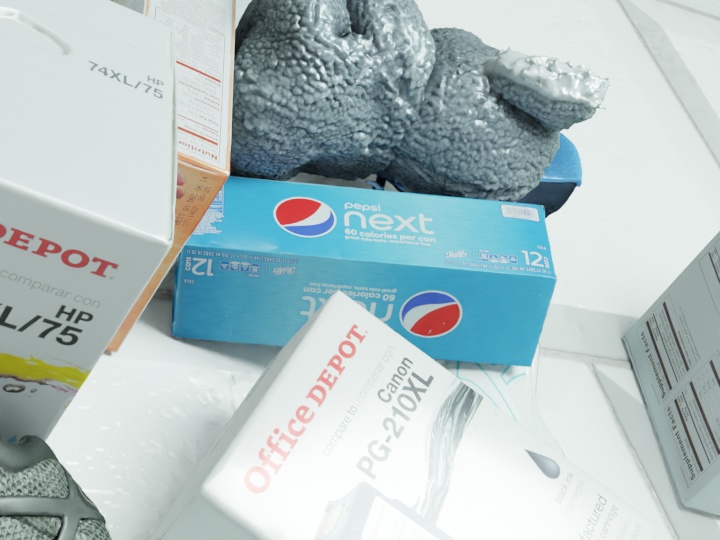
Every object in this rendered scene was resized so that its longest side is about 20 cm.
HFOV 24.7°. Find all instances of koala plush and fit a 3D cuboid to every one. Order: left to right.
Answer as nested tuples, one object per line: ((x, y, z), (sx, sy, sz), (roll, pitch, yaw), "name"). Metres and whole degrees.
((0.025, -0.097, 0.933), (0.200, 0.177, 0.184), (27, 42, -10), "koala plush")

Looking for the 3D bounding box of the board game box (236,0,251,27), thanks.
((-0.102, -0.185, 1.117), (0.199, 0.026, 0.200), (12, 41, -32), "board game box")

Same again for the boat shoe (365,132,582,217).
((0.042, -0.066, 1.066), (0.199, 0.069, 0.084), (19, 48, -5), "boat shoe")

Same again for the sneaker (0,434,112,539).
((-0.179, 0.119, 0.604), (0.199, 0.076, 0.114), (-28, 93, -44), "sneaker")

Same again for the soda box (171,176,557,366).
((0.000, 0.000, 0.892), (0.199, 0.068, 0.064), (6, 40, -7), "soda box")

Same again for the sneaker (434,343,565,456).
((0.058, 0.066, 0.925), (0.080, 0.070, 0.201), (14, 40, -26), "sneaker")

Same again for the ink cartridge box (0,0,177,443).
((-0.183, -0.016, 0.684), (0.146, 0.200, 0.146), (20, 37, -23), "ink cartridge box")

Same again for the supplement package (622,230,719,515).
((0.299, 0.049, 1.044), (0.151, 0.200, 0.151), (18, 38, -27), "supplement package")

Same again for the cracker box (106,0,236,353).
((-0.119, -0.074, 0.872), (0.058, 0.134, 0.200), (22, 37, -20), "cracker box")

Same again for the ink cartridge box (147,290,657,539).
((0.020, 0.129, 0.777), (0.200, 0.084, 0.145), (36, 47, -2), "ink cartridge box")
